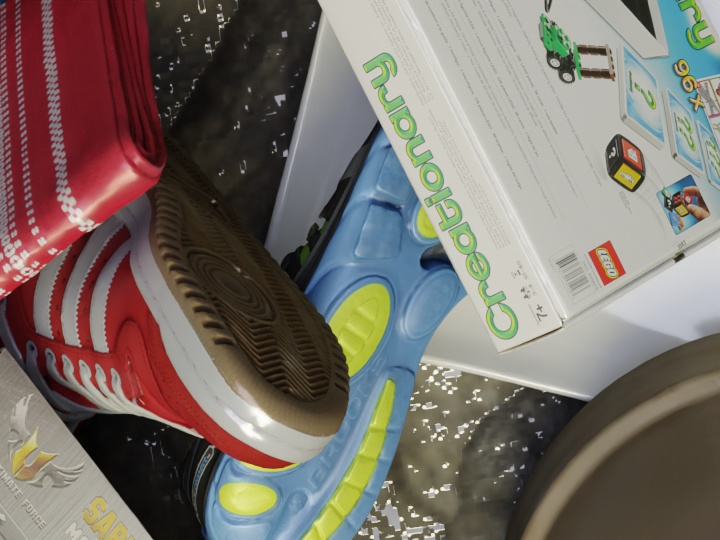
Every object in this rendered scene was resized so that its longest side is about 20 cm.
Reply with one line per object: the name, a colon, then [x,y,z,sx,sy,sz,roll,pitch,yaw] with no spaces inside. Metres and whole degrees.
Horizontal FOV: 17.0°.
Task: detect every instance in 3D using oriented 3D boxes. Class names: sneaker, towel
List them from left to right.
towel: [-0.140,-0.009,0.736,0.200,0.145,0.022,-38,121,15]
sneaker: [-0.079,0.028,0.730,0.071,0.200,0.113,32,102,-35]
sneaker: [0.000,0.001,0.776,0.071,0.083,0.200,35,82,-28]

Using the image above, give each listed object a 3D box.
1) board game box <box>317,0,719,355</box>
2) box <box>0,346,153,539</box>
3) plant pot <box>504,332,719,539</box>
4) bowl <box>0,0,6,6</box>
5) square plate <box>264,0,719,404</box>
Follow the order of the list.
board game box: [0.046,-0.089,0.745,0.035,0.126,0.201,-27,90,48]
box: [-0.108,0.120,0.761,0.048,0.158,0.200,-48,112,-33]
plant pot: [0.140,0.135,0.741,0.199,0.174,0.201,1,105,4]
bowl: [-0.181,-0.015,0.835,0.199,0.039,0.202,0,94,4]
square plate: [0.079,-0.057,0.817,0.197,0.028,0.201,13,96,3]
